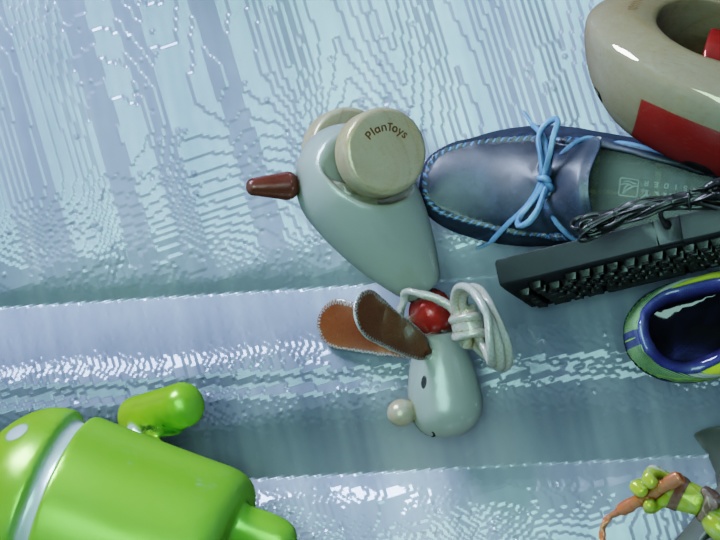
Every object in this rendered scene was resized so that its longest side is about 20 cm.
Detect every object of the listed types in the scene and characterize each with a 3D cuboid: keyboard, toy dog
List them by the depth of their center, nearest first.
[{"bbox_3d":[0.171,-0.016,1.463,0.199,0.127,0.021,-15,68,18],"label":"keyboard"},{"bbox_3d":[0.000,0.000,1.514,0.096,0.132,0.201,-19,73,-15],"label":"toy dog"}]

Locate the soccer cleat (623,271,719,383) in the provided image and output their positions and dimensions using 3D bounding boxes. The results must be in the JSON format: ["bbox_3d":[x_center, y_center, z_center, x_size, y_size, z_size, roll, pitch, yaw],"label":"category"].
[{"bbox_3d":[0.243,0.020,1.483,0.199,0.084,0.065,-15,84,8],"label":"soccer cleat"}]

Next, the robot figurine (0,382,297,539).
[{"bbox_3d":[-0.137,0.150,1.521,0.199,0.116,0.176,19,64,10],"label":"robot figurine"}]

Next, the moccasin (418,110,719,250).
[{"bbox_3d":[0.130,-0.053,1.514,0.198,0.068,0.081,-2,86,9],"label":"moccasin"}]

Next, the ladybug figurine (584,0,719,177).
[{"bbox_3d":[0.215,-0.093,1.480,0.199,0.136,0.072,19,119,11],"label":"ladybug figurine"}]

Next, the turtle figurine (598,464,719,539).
[{"bbox_3d":[0.237,0.129,1.393,0.199,0.064,0.162,27,99,20],"label":"turtle figurine"}]

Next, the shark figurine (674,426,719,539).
[{"bbox_3d":[0.188,0.130,1.496,0.214,0.128,0.090,-37,51,12],"label":"shark figurine"}]
